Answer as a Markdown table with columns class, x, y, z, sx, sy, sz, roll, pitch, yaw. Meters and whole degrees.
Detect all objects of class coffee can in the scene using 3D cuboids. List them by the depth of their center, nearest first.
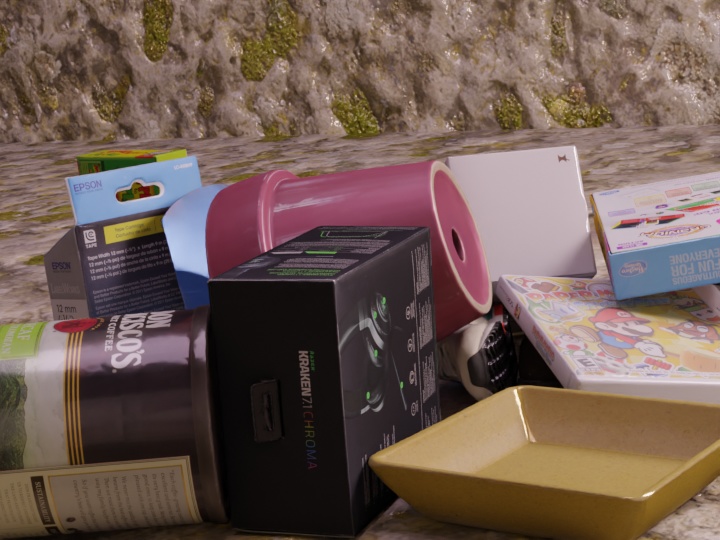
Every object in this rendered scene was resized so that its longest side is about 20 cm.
| class | x | y | z | sx | sy | sz | roll | pitch | yaw |
| --- | --- | --- | --- | --- | --- | --- | --- | --- | --- |
| coffee can | -0.191 | 0.104 | 1.097 | 0.200 | 0.147 | 0.146 | -5 | 11 | 0 |

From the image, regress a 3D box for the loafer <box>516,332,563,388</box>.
| class | x | y | z | sx | sy | sz | roll | pitch | yaw |
| --- | --- | --- | --- | --- | --- | --- | --- | --- | --- |
| loafer | 0.189 | 0.054 | 1.397 | 0.073 | 0.072 | 0.200 | 0 | 12 | 23 |

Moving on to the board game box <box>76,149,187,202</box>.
| class | x | y | z | sx | sy | sz | roll | pitch | yaw |
| --- | --- | --- | --- | --- | --- | --- | --- | --- | --- |
| board game box | -0.211 | -0.014 | 1.581 | 0.101 | 0.200 | 0.048 | 2 | 13 | 33 |

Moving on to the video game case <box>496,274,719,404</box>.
| class | x | y | z | sx | sy | sz | roll | pitch | yaw |
| --- | --- | --- | --- | --- | --- | --- | --- | --- | --- |
| video game case | 0.229 | 0.053 | 1.303 | 0.200 | 0.023 | 0.182 | 2 | 25 | -17 |

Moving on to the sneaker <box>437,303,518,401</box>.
| class | x | y | z | sx | sy | sz | roll | pitch | yaw |
| --- | --- | --- | --- | --- | --- | --- | --- | --- | --- |
| sneaker | 0.079 | 0.074 | 1.372 | 0.093 | 0.070 | 0.200 | -10 | 7 | 9 |

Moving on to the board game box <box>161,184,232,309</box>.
| class | x | y | z | sx | sy | sz | roll | pitch | yaw |
| --- | --- | --- | --- | --- | --- | --- | --- | --- | --- |
| board game box | -0.104 | 0.022 | 1.455 | 0.158 | 0.200 | 0.039 | -3 | -21 | -42 |

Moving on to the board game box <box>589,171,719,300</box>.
| class | x | y | z | sx | sy | sz | roll | pitch | yaw |
| --- | --- | --- | --- | --- | --- | --- | --- | --- | --- |
| board game box | 0.280 | -0.036 | 1.397 | 0.153 | 0.040 | 0.200 | -9 | 16 | 7 |

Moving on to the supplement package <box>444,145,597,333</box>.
| class | x | y | z | sx | sy | sz | roll | pitch | yaw |
| --- | --- | --- | --- | --- | --- | --- | --- | --- | --- |
| supplement package | 0.128 | -0.021 | 1.494 | 0.120 | 0.122 | 0.200 | -5 | -16 | -7 |

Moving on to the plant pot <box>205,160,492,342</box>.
| class | x | y | z | sx | sy | sz | roll | pitch | yaw |
| --- | --- | --- | --- | --- | --- | --- | --- | --- | --- |
| plant pot | 0.000 | 0.000 | 1.308 | 0.179 | 0.200 | 0.200 | -19 | 6 | 17 |

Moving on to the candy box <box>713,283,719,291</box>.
| class | x | y | z | sx | sy | sz | roll | pitch | yaw |
| --- | --- | --- | --- | --- | --- | --- | --- | --- | --- |
| candy box | 0.393 | 0.033 | 1.452 | 0.136 | 0.061 | 0.200 | -10 | 12 | -25 |

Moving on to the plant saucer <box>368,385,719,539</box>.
| class | x | y | z | sx | sy | sz | roll | pitch | yaw |
| --- | --- | --- | --- | --- | --- | --- | --- | --- | --- |
| plant saucer | 0.139 | 0.130 | 1.083 | 0.200 | 0.049 | 0.200 | 4 | 14 | 35 |

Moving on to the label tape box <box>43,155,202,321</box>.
| class | x | y | z | sx | sy | sz | roll | pitch | yaw |
| --- | --- | --- | --- | --- | --- | --- | --- | --- | --- |
| label tape box | -0.202 | 0.007 | 1.462 | 0.143 | 0.200 | 0.066 | -15 | 9 | -42 |

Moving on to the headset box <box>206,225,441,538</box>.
| class | x | y | z | sx | sy | sz | roll | pitch | yaw |
| --- | --- | --- | --- | --- | --- | --- | --- | --- | --- |
| headset box | -0.020 | 0.071 | 1.124 | 0.093 | 0.175 | 0.200 | 0 | 13 | 21 |
